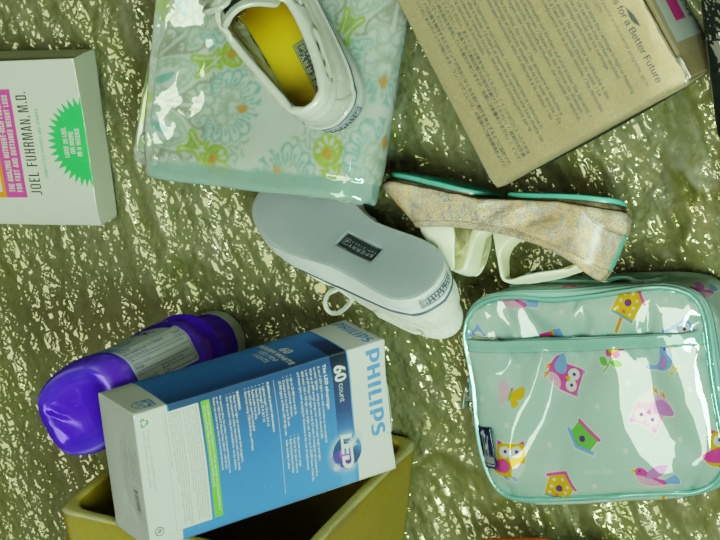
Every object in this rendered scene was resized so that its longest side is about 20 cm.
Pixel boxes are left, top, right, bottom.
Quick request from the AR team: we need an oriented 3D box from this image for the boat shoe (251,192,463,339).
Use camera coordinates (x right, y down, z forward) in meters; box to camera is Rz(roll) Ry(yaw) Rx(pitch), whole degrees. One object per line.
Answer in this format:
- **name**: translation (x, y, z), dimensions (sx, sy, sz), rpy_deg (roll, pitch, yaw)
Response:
- **boat shoe**: translation (0.004, -0.003, 1.724), dimensions (0.202, 0.075, 0.086), rpy_deg (27, 157, 42)

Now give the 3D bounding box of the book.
- **book**: translation (-0.290, -0.103, 1.871), dimensions (0.200, 0.048, 0.134), rpy_deg (0, 107, 25)

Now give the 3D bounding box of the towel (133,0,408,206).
- **towel**: translation (-0.065, -0.141, 1.718), dimensions (0.200, 0.048, 0.172), rpy_deg (9, 92, 25)

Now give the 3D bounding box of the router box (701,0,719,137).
- **router box**: translation (0.293, -0.192, 1.538), dimensions (0.149, 0.051, 0.201), rpy_deg (-4, 101, 26)

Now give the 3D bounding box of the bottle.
- **bottle**: translation (-0.152, 0.075, 1.752), dimensions (0.083, 0.200, 0.065), rpy_deg (-28, 90, 31)

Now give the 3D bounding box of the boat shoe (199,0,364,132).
- **boat shoe**: translation (-0.076, -0.184, 1.646), dimensions (0.075, 0.086, 0.202), rpy_deg (-34, 73, 18)

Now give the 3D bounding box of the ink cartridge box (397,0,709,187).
- **ink cartridge box**: translation (0.122, -0.182, 1.617), dimensions (0.165, 0.075, 0.200), rpy_deg (-28, 89, 29)

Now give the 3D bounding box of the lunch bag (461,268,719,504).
- **lunch bag**: translation (0.166, 0.077, 1.659), dimensions (0.200, 0.077, 0.161), rpy_deg (-5, 101, 28)

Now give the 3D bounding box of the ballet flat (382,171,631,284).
- **ballet flat**: translation (0.093, -0.027, 1.658), dimensions (0.200, 0.068, 0.067), rpy_deg (9, 91, 39)

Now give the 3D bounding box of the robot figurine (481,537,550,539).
- **robot figurine**: translation (0.136, 0.264, 1.703), dimensions (0.200, 0.117, 0.144), rpy_deg (-20, 133, 30)

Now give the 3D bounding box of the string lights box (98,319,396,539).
- **string lights box**: translation (-0.076, 0.113, 1.674), dimensions (0.059, 0.200, 0.103), rpy_deg (24, 124, 55)

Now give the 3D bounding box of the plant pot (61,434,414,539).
- **plant pot**: translation (-0.083, 0.236, 1.771), dimensions (0.194, 0.195, 0.200), rpy_deg (10, 116, 25)
